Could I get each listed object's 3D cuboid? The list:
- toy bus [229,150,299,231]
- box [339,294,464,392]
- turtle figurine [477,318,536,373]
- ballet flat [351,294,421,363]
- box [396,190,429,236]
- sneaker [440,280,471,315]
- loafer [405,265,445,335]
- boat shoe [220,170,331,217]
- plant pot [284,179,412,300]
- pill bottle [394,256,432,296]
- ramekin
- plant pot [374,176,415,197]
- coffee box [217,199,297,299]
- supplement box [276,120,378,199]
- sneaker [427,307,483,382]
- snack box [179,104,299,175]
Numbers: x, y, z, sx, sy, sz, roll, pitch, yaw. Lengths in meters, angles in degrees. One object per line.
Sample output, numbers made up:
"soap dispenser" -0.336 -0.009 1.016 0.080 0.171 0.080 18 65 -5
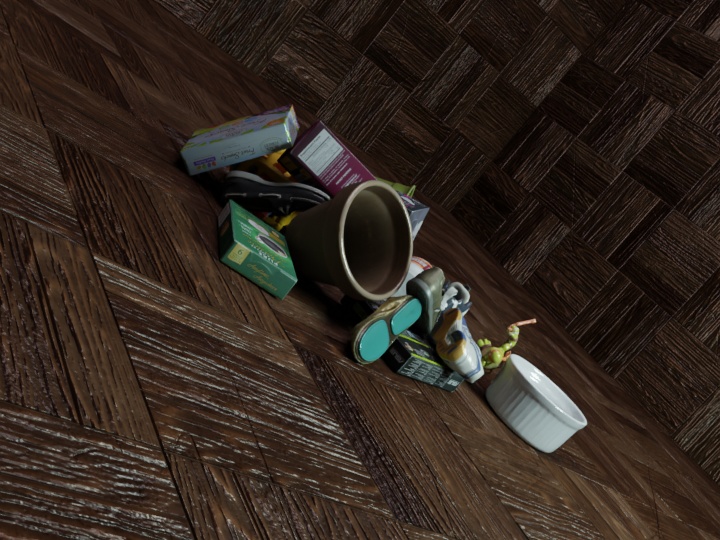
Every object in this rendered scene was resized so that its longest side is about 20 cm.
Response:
"toy bus" -0.188 -0.171 1.706 0.200 0.136 0.192 40 28 5
"box" 0.077 0.125 1.591 0.200 0.048 0.193 26 20 -52
"turtle figurine" 0.260 0.165 1.760 0.065 0.200 0.161 53 -9 -2
"ballet flat" 0.027 0.095 1.443 0.071 0.071 0.200 42 40 11
"box" 0.055 -0.096 1.849 0.114 0.133 0.200 29 12 11
"sneaker" 0.181 0.088 1.789 0.079 0.130 0.199 45 -1 31
"loafer" 0.121 0.054 1.569 0.075 0.070 0.200 44 -17 15
"boat shoe" -0.152 -0.125 1.584 0.199 0.061 0.076 10 -24 8
"plant pot" -0.035 -0.050 1.514 0.174 0.201 0.200 0 -19 40
"pill bottle" 0.095 0.031 1.834 0.109 0.110 0.200 41 11 6
"ramekin" 0.344 0.269 1.760 0.200 0.098 0.201 39 12 -10
"plant pot" 0.005 -0.160 2.156 0.189 0.201 0.200 27 11 5
"coffee box" -0.170 -0.037 1.415 0.123 0.044 0.200 35 12 -23
"supplement box" -0.046 -0.167 1.621 0.200 0.086 0.110 45 -13 -12
"sneaker" 0.176 0.139 1.612 0.088 0.075 0.200 51 15 -16
"snack box" -0.219 -0.242 1.626 0.142 0.199 0.053 -88 161 -64
